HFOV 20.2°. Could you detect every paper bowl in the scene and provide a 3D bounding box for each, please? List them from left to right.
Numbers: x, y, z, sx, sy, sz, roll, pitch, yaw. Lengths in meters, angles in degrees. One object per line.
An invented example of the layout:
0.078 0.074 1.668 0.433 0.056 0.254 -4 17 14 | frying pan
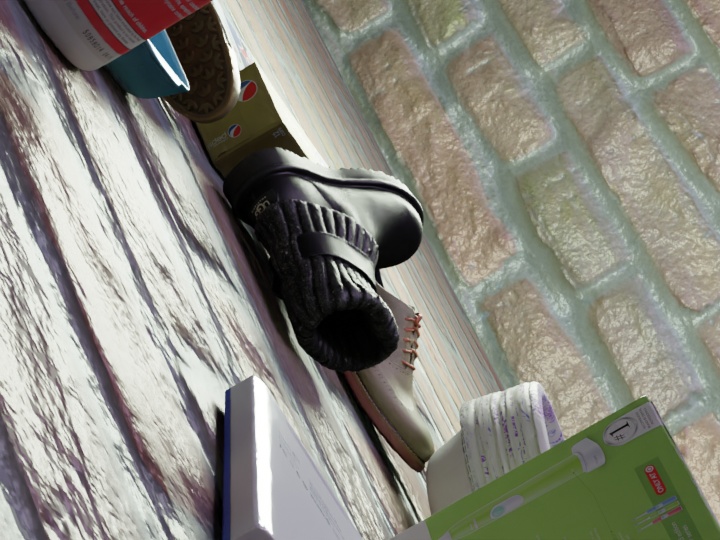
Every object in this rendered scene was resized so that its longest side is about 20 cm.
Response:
0.116 0.194 1.538 0.201 0.104 0.202 -18 90 -82 | paper bowl

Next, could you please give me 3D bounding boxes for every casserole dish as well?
-0.171 -0.191 1.322 0.201 0.039 0.121 63 6 32 | casserole dish

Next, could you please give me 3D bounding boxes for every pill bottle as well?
-0.105 -0.211 1.175 0.113 0.199 0.112 60 6 -10 | pill bottle

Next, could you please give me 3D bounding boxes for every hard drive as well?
-0.026 0.142 0.995 0.132 0.025 0.200 59 5 -16 | hard drive

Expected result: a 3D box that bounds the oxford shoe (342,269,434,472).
0.019 0.061 1.589 0.201 0.074 0.070 64 3 20 | oxford shoe

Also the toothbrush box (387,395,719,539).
0.121 0.189 1.196 0.086 0.199 0.146 58 5 -35 | toothbrush box

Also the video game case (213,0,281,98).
-0.093 -0.158 1.978 0.200 0.023 0.183 57 7 -38 | video game case

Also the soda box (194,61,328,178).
-0.062 -0.075 1.602 0.068 0.064 0.200 64 7 34 | soda box

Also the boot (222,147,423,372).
-0.002 0.002 1.498 0.210 0.080 0.158 11 39 -48 | boot

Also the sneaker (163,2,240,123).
-0.139 -0.195 1.476 0.201 0.067 0.090 58 10 8 | sneaker
